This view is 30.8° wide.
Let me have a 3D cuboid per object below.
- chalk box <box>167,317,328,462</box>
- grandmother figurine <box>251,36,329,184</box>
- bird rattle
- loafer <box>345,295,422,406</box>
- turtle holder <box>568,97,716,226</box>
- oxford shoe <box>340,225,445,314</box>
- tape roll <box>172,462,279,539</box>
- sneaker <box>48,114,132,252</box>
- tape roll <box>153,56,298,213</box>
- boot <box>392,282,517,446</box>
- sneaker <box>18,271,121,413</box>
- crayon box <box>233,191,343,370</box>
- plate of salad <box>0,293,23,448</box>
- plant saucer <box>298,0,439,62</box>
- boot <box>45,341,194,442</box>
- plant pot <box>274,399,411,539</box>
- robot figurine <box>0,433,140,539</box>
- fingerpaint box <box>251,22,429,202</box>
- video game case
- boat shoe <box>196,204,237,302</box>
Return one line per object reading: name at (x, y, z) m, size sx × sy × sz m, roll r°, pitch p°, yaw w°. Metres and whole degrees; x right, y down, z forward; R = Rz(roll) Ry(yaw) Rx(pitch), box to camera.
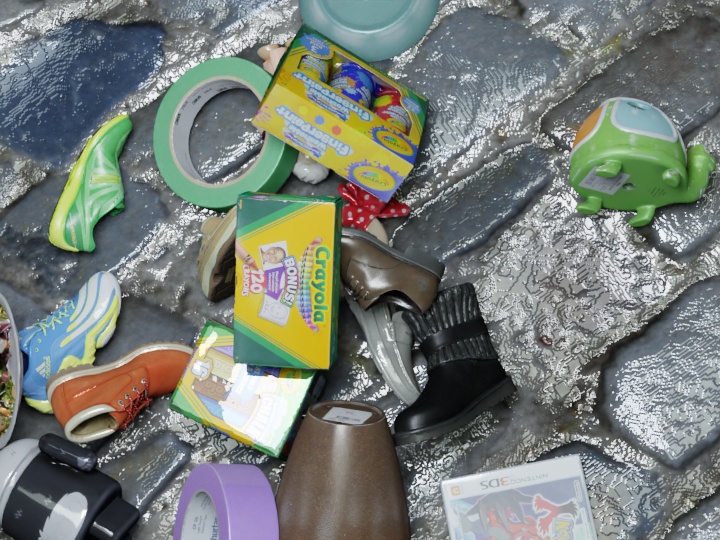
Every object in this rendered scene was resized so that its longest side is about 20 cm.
chalk box at (-0.119, 0.163, 1.640) m, size 0.199 × 0.125 × 0.125 m, roll 24°, pitch 81°, yaw 11°
grandmother figurine at (-0.087, -0.209, 1.753) m, size 0.120 × 0.061 × 0.202 m, roll -19°, pitch 74°, yaw 9°
bird rattle at (-0.026, -0.037, 1.679) m, size 0.198 × 0.113 × 0.164 m, roll -14°, pitch 56°, yaw -11°
loafer at (0.039, 0.076, 1.673) m, size 0.069 × 0.070 × 0.201 m, roll -26°, pitch 76°, yaw 7°
turtle holder at (0.358, -0.147, 1.661) m, size 0.184 × 0.141 × 0.133 m, roll -2°, pitch 60°, yaw 13°
oxford shoe at (0.000, 0.000, 1.583) m, size 0.198 × 0.073 × 0.085 m, roll 19°, pitch 71°, yaw -2°
tape roll at (-0.164, 0.334, 1.567) m, size 0.065 × 0.200 × 0.202 m, roll 6°, pitch 76°, yaw -25°
sneaker at (-0.351, -0.115, 1.757) m, size 0.083 × 0.074 × 0.201 m, roll 26°, pitch 77°, yaw -16°
tape roll at (-0.178, -0.179, 1.730) m, size 0.199 × 0.048 × 0.202 m, roll -3°, pitch 82°, yaw 20°
boot at (0.090, 0.115, 1.610) m, size 0.210 × 0.079 × 0.159 m, roll -25°, pitch 90°, yaw -44°
sneaker at (-0.385, 0.083, 1.683) m, size 0.075 × 0.105 × 0.201 m, roll 16°, pitch 79°, yaw 38°
crayon box at (-0.085, 0.011, 1.543) m, size 0.118 × 0.058 × 0.202 m, roll 3°, pitch 100°, yaw 8°
plate of salad at (-0.472, 0.126, 1.654) m, size 0.048 × 0.200 × 0.202 m, roll 0°, pitch 75°, yaw -32°
plant saucer at (0.010, -0.387, 1.793) m, size 0.198 × 0.036 × 0.202 m, roll -1°, pitch 78°, yaw 4°
boot at (-0.289, 0.158, 1.650) m, size 0.198 × 0.076 × 0.107 m, roll -18°, pitch 36°, yaw -14°
plant pot at (-0.022, 0.263, 1.544) m, size 0.185 × 0.187 × 0.202 m, roll 5°, pitch 103°, yaw 6°
robot figurine at (-0.378, 0.292, 1.637) m, size 0.199 × 0.125 × 0.151 m, roll 26°, pitch 77°, yaw 10°
fingerpaint box at (-0.020, -0.203, 1.659) m, size 0.199 × 0.073 × 0.167 m, roll 30°, pitch 37°, yaw -10°
video game case at (0.205, 0.344, 1.625) m, size 0.181 × 0.023 × 0.202 m, roll -11°, pitch 77°, yaw 3°
boat shoe at (-0.176, -0.038, 1.656) m, size 0.071 × 0.200 × 0.076 m, roll -21°, pitch 69°, yaw -33°
